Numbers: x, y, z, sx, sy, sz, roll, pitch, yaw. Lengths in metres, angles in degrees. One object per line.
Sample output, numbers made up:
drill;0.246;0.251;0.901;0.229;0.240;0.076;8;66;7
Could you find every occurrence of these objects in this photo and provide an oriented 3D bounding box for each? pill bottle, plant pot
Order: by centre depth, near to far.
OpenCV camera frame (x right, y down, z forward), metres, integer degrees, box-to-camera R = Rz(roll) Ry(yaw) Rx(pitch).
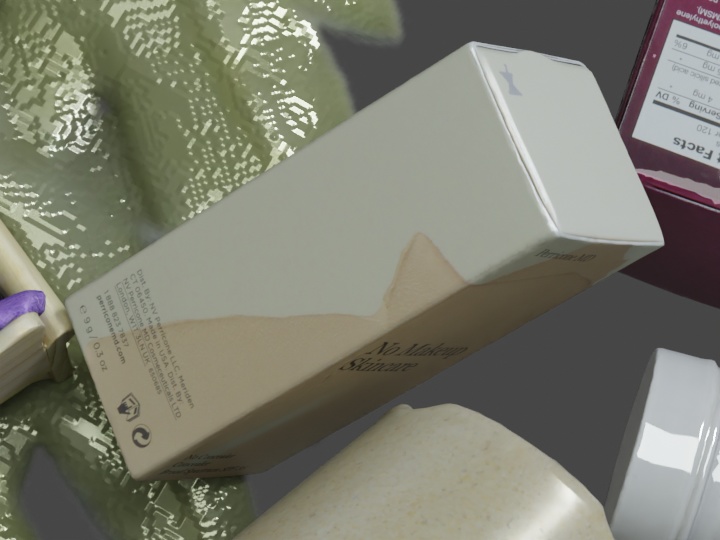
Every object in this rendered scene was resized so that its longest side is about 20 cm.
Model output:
plant pot;0.003;0.153;0.943;0.200;0.201;0.184;39;65;10
pill bottle;0.194;0.096;1.002;0.199;0.112;0.113;17;73;2

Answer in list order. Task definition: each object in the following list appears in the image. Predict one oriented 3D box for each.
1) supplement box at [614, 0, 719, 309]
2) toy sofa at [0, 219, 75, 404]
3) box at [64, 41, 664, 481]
supplement box;0.158;-0.097;1.062;0.085;0.110;0.201;19;74;4
toy sofa;-0.210;0.049;1.013;0.200;0.098;0.083;-35;77;-11
box;0.000;0.000;0.986;0.200;0.095;0.078;-31;73;28
